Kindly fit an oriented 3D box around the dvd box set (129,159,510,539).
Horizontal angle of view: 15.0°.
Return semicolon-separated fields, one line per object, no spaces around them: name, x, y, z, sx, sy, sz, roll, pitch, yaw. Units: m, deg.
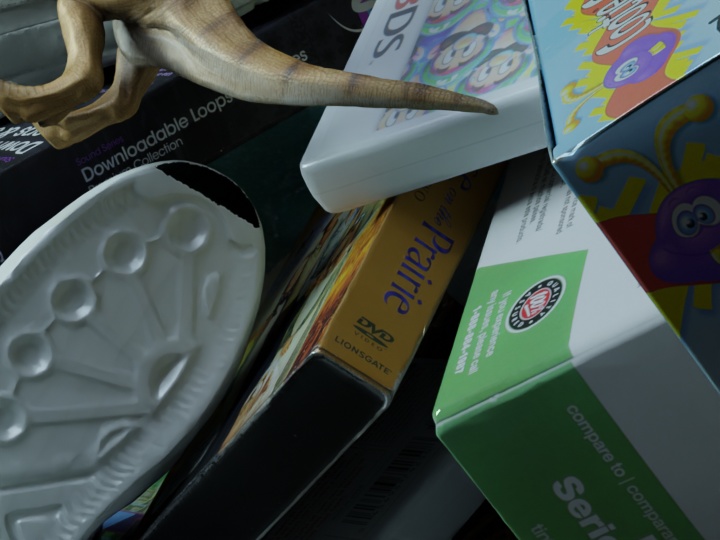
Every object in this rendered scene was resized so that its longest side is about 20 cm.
dvd box set;0.000;0.000;0.862;0.146;0.029;0.200;-48;11;47

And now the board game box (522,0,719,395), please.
board game box;0.130;0.008;0.534;0.103;0.200;0.105;-32;22;14

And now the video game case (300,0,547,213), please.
video game case;0.090;-0.104;0.805;0.200;0.024;0.182;-17;32;31

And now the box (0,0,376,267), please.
box;-0.087;-0.052;0.933;0.200;0.036;0.143;-33;17;-28

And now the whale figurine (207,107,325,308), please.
whale figurine;-0.041;-0.045;1.055;0.200;0.104;0.159;-44;21;-9

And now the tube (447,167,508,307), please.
tube;0.080;-0.060;0.974;0.077;0.050;0.200;-47;8;41

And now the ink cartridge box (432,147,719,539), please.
ink cartridge box;0.132;-0.009;0.728;0.200;0.084;0.145;-27;22;27

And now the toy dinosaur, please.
toy dinosaur;-0.059;-0.076;0.802;0.106;0.060;0.200;-43;45;4

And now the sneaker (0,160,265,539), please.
sneaker;-0.107;0.052;0.880;0.200;0.080;0.146;-59;9;-3

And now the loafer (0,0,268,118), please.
loafer;-0.094;-0.101;0.911;0.200;0.070;0.070;-23;15;0

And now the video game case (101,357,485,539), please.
video game case;-0.049;0.103;0.881;0.200;0.023;0.182;-48;23;-23
